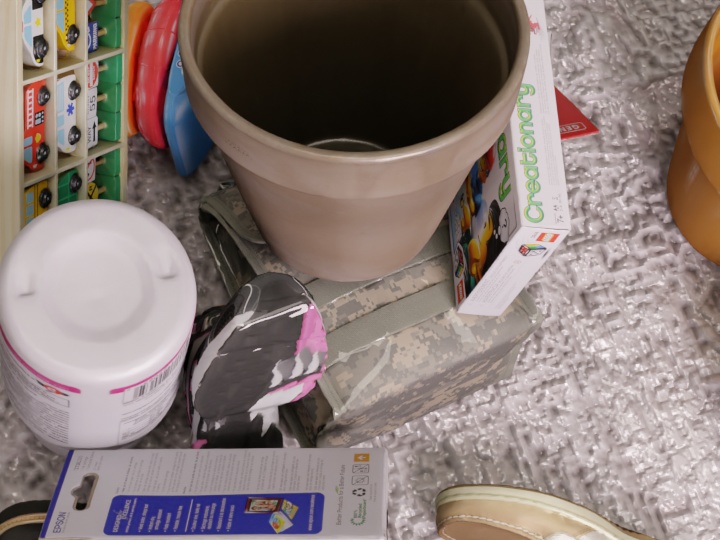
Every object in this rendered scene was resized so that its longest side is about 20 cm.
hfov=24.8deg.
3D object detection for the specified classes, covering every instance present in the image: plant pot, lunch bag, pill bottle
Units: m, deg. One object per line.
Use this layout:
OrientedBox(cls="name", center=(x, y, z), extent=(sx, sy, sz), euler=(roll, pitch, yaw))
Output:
OrientedBox(cls="plant pot", center=(0.306, -0.087, 1.155), extent=(0.199, 0.183, 0.201), euler=(4, 67, -9))
OrientedBox(cls="plant pot", center=(-0.007, -0.088, 0.980), extent=(0.199, 0.174, 0.201), euler=(2, 53, -2))
OrientedBox(cls="lunch bag", center=(0.000, 0.000, 1.100), extent=(0.163, 0.118, 0.201), euler=(-22, 68, -21))
OrientedBox(cls="pill bottle", center=(-0.163, 0.046, 1.002), extent=(0.113, 0.200, 0.114), euler=(4, 67, -9))

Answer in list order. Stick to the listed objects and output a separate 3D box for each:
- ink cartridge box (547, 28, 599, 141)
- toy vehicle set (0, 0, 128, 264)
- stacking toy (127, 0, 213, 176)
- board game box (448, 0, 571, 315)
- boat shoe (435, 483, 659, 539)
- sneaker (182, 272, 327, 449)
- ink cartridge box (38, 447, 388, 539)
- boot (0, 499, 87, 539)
OrientedBox(cls="ink cartridge box", center=(0.044, -0.134, 1.150), extent=(0.199, 0.045, 0.176), euler=(-12, 33, -15))
OrientedBox(cls="toy vehicle set", center=(-0.190, -0.100, 1.033), extent=(0.026, 0.201, 0.124), euler=(12, 23, 21))
OrientedBox(cls="stacking toy", center=(-0.196, -0.148, 1.140), extent=(0.199, 0.110, 0.117), euler=(11, 69, 6))
OrientedBox(cls="board game box", center=(0.085, -0.088, 1.026), extent=(0.034, 0.126, 0.201), euler=(3, 65, -15))
OrientedBox(cls="boat shoe", center=(0.139, 0.197, 1.068), extent=(0.199, 0.074, 0.067), euler=(19, 61, -3))
OrientedBox(cls="sneaker", center=(-0.081, 0.052, 1.021), extent=(0.080, 0.200, 0.087), euler=(-5, 59, -23))
OrientedBox(cls="ink cartridge box", center=(-0.082, 0.143, 0.970), extent=(0.199, 0.037, 0.095), euler=(1, 27, 1))
OrientedBox(cls="boot", center=(-0.129, 0.198, 0.978), extent=(0.199, 0.138, 0.078), euler=(-5, 112, -3))
